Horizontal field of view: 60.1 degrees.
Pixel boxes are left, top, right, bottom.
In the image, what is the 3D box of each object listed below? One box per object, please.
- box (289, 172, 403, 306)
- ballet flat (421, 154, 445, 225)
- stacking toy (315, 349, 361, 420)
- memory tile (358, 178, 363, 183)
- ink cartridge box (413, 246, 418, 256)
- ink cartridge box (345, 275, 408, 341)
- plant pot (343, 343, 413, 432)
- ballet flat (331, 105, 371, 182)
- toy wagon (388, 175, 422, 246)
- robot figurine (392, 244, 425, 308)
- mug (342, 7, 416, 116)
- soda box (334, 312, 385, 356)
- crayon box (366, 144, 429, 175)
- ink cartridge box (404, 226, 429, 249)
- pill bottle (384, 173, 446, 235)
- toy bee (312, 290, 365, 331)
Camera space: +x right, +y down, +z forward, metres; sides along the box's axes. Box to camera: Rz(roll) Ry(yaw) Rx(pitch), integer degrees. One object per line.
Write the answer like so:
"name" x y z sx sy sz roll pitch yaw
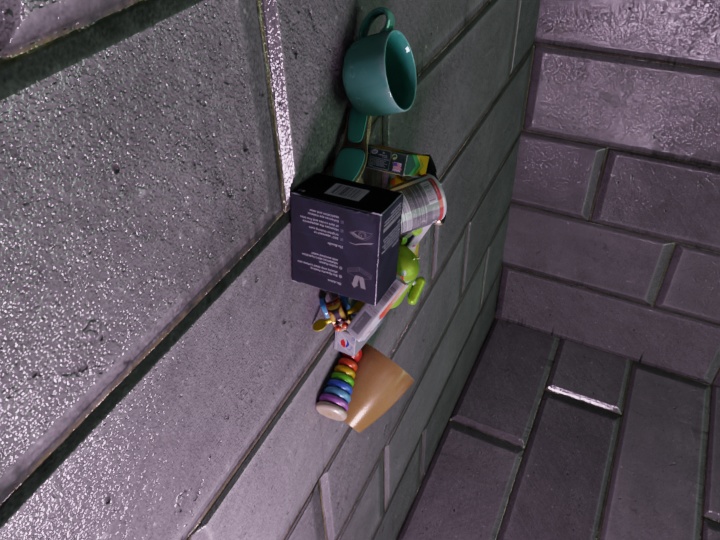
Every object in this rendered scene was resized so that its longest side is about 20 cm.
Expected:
"box" -0.029 -0.064 1.234 0.117 0.193 0.203 -46 146 -52
"ballet flat" 0.176 -0.202 1.574 0.066 0.056 0.203 33 41 -57
"stacking toy" -0.046 0.279 1.613 0.086 0.084 0.203 70 36 -57
"memory tile" -0.034 -0.154 1.409 0.200 0.017 0.156 51 57 -66
"ink cartridge box" 0.124 -0.026 1.867 0.198 0.046 0.203 -51 147 -48
"ink cartridge box" 0.051 0.086 1.424 0.163 0.050 0.200 -52 165 5
"plant pot" 0.018 0.332 1.698 0.201 0.185 0.187 -55 155 -12
"ballet flat" -0.012 -0.249 1.308 0.065 0.069 0.204 65 39 -72
"toy wagon" 0.111 -0.146 1.622 0.039 0.155 0.203 -7 120 -24
"robot figurine" 0.078 0.016 1.598 0.201 0.173 0.116 -61 -177 41
"mug" 0.034 -0.404 1.249 0.152 0.113 0.188 41 54 -53
"soda box" 0.003 0.139 1.645 0.200 0.062 0.069 -45 147 -52
"crayon box" 0.083 -0.262 1.478 0.199 0.125 0.052 -19 123 -66
"ink cartridge box" 0.137 -0.126 1.657 0.036 0.096 0.201 -7 154 -26
"pill bottle" 0.091 -0.141 1.448 0.197 0.116 0.117 -22 136 -17
"toy bee" -0.057 0.100 1.407 0.130 0.110 0.199 -34 147 19
